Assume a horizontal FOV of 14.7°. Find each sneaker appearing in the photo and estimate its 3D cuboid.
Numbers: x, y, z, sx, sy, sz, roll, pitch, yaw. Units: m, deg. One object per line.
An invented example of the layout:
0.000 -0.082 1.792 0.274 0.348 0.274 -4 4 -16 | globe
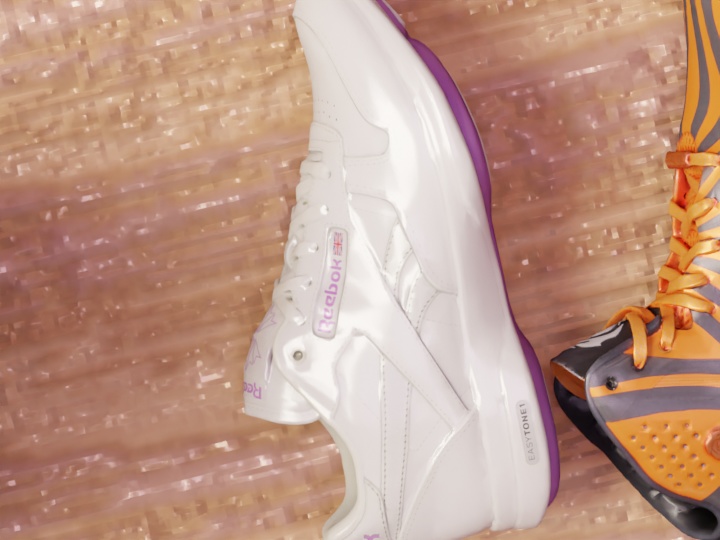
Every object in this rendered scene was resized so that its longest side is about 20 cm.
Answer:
0.114 -0.002 0.941 0.112 0.078 0.200 -14 91 -6 | sneaker
0.000 0.000 0.932 0.100 0.075 0.200 -16 91 -6 | sneaker
